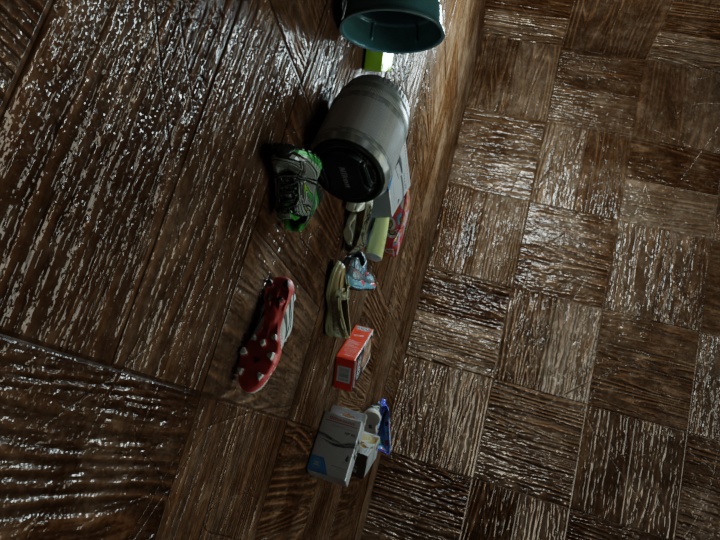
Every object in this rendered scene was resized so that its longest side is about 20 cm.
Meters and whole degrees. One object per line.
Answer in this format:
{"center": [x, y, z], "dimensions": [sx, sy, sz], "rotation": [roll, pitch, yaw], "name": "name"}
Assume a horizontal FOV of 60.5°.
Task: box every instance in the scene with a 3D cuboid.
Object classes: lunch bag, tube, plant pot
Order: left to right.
{"center": [0.086, 0.634, 2.542], "dimensions": [0.151, 0.091, 0.207], "rotation": [120, -21, -82], "name": "lunch bag"}
{"center": [0.058, -0.127, 1.709], "dimensions": [0.051, 0.057, 0.206], "rotation": [28, 64, -32], "name": "tube"}
{"center": [0.103, -0.148, 1.903], "dimensions": [0.177, 0.079, 0.206], "rotation": [65, 38, -71], "name": "lunch bag"}
{"center": [0.066, -0.532, 1.129], "dimensions": [0.200, 0.193, 0.203], "rotation": [8, 88, -78], "name": "plant pot"}

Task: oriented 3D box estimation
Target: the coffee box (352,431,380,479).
{"center": [-0.012, 0.601, 2.045], "dimensions": [0.200, 0.111, 0.082], "rotation": [-10, 113, -76], "name": "coffee box"}

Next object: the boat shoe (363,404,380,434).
{"center": [0.046, 0.554, 2.395], "dimensions": [0.202, 0.072, 0.095], "rotation": [99, 4, -54], "name": "boat shoe"}

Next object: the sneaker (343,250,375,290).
{"center": [0.000, 0.000, 1.581], "dimensions": [0.200, 0.077, 0.099], "rotation": [-1, 101, -78], "name": "sneaker"}

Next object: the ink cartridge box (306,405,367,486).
{"center": [-0.061, 0.461, 1.673], "dimensions": [0.067, 0.112, 0.205], "rotation": [80, 25, -58], "name": "ink cartridge box"}

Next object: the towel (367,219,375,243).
{"center": [0.015, -0.133, 1.646], "dimensions": [0.200, 0.023, 0.152], "rotation": [-21, 123, -76], "name": "towel"}

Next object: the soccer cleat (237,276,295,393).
{"center": [-0.149, 0.110, 1.029], "dimensions": [0.086, 0.066, 0.206], "rotation": [69, 31, -62], "name": "soccer cleat"}

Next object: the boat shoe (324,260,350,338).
{"center": [-0.046, 0.070, 1.469], "dimensions": [0.074, 0.061, 0.205], "rotation": [-59, 157, -54], "name": "boat shoe"}

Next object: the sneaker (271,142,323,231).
{"center": [-0.102, -0.128, 0.978], "dimensions": [0.201, 0.076, 0.087], "rotation": [78, 29, -64], "name": "sneaker"}

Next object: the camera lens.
{"center": [0.001, -0.242, 1.148], "dimensions": [0.162, 0.155, 0.204], "rotation": [87, 20, -52], "name": "camera lens"}

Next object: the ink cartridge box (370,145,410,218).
{"center": [0.060, -0.241, 1.544], "dimensions": [0.201, 0.081, 0.149], "rotation": [-59, 145, -56], "name": "ink cartridge box"}

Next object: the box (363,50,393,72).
{"center": [0.053, -0.544, 1.352], "dimensions": [0.122, 0.046, 0.207], "rotation": [-50, 149, -67], "name": "box"}

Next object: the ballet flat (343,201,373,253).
{"center": [-0.010, -0.129, 1.456], "dimensions": [0.075, 0.066, 0.205], "rotation": [-36, 142, -48], "name": "ballet flat"}

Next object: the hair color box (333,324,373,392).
{"center": [-0.019, 0.250, 1.782], "dimensions": [0.200, 0.059, 0.105], "rotation": [-54, 153, -64], "name": "hair color box"}
